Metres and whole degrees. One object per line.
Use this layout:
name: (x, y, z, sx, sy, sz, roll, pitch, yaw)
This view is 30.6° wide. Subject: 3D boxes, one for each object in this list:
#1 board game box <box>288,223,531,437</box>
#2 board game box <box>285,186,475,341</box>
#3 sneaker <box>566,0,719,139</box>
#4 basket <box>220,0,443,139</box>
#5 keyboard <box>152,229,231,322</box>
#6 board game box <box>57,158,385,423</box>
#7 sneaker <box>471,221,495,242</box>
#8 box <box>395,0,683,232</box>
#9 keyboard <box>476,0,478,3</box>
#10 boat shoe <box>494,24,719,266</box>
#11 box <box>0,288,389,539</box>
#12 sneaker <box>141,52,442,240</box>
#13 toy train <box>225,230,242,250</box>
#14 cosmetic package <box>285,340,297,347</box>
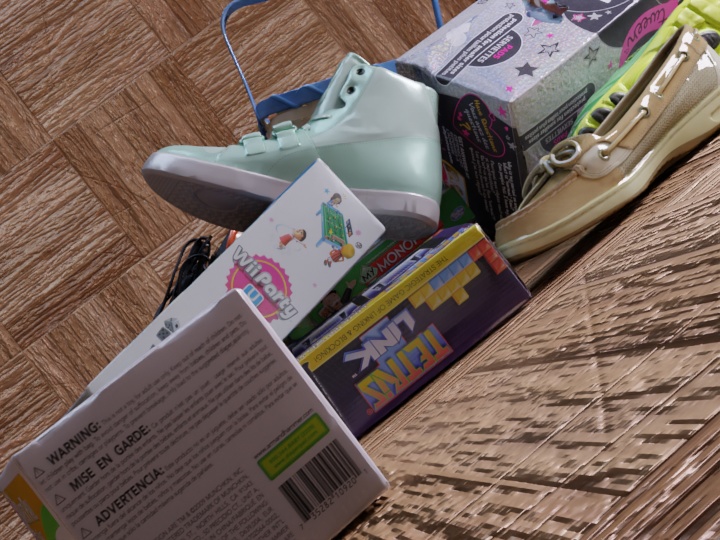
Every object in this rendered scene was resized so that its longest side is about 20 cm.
board game box: (-0.004, 0.054, 0.784, 0.200, 0.057, 0.165, -38, 4, -2)
board game box: (0.000, 0.000, 0.985, 0.134, 0.029, 0.200, -38, 4, -13)
sneaker: (0.199, -0.122, 0.883, 0.200, 0.074, 0.084, -39, 6, -20)
basket: (-0.003, -0.145, 1.058, 0.175, 0.201, 0.139, -19, -9, 1)
keyboard: (-0.124, 0.008, 1.052, 0.201, 0.039, 0.104, -61, -18, -3)
board game box: (-0.090, 0.040, 0.793, 0.200, 0.064, 0.147, -47, 5, -29)
sneaker: (0.160, -0.082, 1.077, 0.082, 0.077, 0.200, -5, 30, 45)
box: (0.141, -0.137, 0.957, 0.200, 0.133, 0.114, -39, 45, -26)
keyboard: (0.108, -0.187, 1.028, 0.127, 0.020, 0.201, -43, -35, -54)
boat shoe: (0.146, -0.073, 0.779, 0.200, 0.063, 0.073, -36, 1, -20)
box: (-0.086, 0.096, 0.585, 0.112, 0.102, 0.200, -38, 1, -20)
sneaker: (-0.042, -0.089, 0.890, 0.074, 0.199, 0.119, 92, -176, -69)
toy train: (-0.101, 0.037, 1.020, 0.150, 0.055, 0.201, 164, 128, -77)
cosmetic package: (-0.028, 0.068, 1.060, 0.151, 0.052, 0.200, -41, 3, -16)
